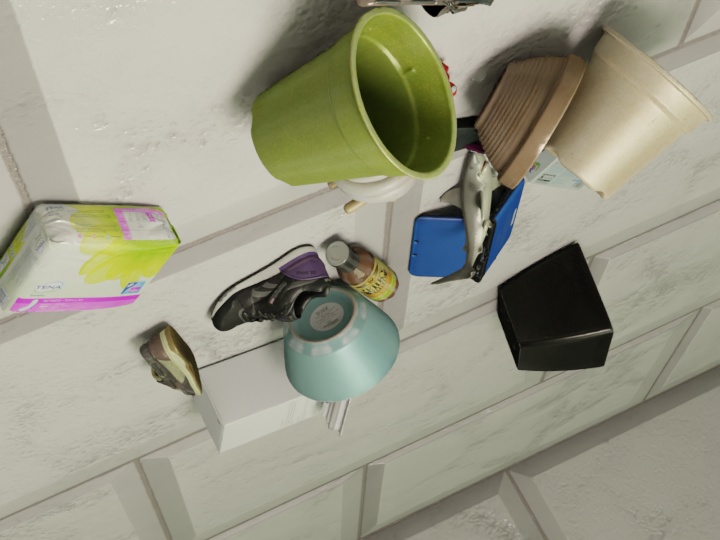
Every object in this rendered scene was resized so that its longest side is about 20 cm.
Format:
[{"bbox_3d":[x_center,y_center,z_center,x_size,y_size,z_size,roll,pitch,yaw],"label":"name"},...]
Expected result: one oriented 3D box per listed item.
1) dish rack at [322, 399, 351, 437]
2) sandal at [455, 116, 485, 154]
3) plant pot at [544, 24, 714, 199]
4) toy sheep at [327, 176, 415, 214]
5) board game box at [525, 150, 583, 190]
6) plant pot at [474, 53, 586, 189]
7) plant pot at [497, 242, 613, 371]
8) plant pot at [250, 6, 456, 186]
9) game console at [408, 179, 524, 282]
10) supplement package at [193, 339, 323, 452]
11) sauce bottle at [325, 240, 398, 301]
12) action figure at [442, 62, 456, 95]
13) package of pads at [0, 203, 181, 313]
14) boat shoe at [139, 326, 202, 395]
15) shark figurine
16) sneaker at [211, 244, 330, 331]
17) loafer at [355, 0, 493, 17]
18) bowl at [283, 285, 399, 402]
[{"bbox_3d":[-0.027,0.176,2.047,0.172,0.044,0.200,-95,-161,-81],"label":"dish rack"},{"bbox_3d":[0.188,-0.195,1.724,0.200,0.048,0.075,-17,153,-23],"label":"sandal"},{"bbox_3d":[0.357,-0.210,1.654,0.183,0.200,0.200,-49,151,12],"label":"plant pot"},{"bbox_3d":[0.015,-0.148,1.536,0.138,0.138,0.200,-29,152,-1],"label":"toy sheep"},{"bbox_3d":[0.360,-0.217,1.852,0.148,0.064,0.200,2,142,-49],"label":"board game box"},{"bbox_3d":[0.220,-0.220,1.612,0.201,0.093,0.201,-61,180,0],"label":"plant pot"},{"bbox_3d":[0.374,0.093,2.324,0.177,0.200,0.200,-16,155,-3],"label":"plant pot"},{"bbox_3d":[-0.022,-0.179,1.364,0.190,0.200,0.200,-15,167,35],"label":"plant pot"},{"bbox_3d":[0.178,-0.073,1.984,0.171,0.118,0.200,-54,165,-25],"label":"game console"},{"bbox_3d":[-0.173,0.211,2.031,0.200,0.117,0.117,-19,154,-22],"label":"supplement package"},{"bbox_3d":[0.000,0.000,1.878,0.065,0.065,0.200,-35,155,12],"label":"sauce bottle"},{"bbox_3d":[0.072,-0.227,1.490,0.065,0.099,0.200,-43,155,30],"label":"action figure"},{"bbox_3d":[-0.343,-0.015,1.476,0.200,0.068,0.155,-2,144,-46],"label":"package of pads"},{"bbox_3d":[-0.298,0.148,1.844,0.066,0.072,0.201,-17,154,-2],"label":"boat shoe"},{"bbox_3d":[0.162,-0.084,1.846,0.128,0.089,0.215,-15,114,-69],"label":"shark figurine"},{"bbox_3d":[-0.137,0.049,1.795,0.200,0.088,0.076,-34,155,12],"label":"sneaker"},{"bbox_3d":[0.071,-0.315,1.328,0.200,0.072,0.063,3,104,-38],"label":"loafer"},{"bbox_3d":[-0.046,0.103,1.910,0.201,0.201,0.105,-28,135,-2],"label":"bowl"}]
